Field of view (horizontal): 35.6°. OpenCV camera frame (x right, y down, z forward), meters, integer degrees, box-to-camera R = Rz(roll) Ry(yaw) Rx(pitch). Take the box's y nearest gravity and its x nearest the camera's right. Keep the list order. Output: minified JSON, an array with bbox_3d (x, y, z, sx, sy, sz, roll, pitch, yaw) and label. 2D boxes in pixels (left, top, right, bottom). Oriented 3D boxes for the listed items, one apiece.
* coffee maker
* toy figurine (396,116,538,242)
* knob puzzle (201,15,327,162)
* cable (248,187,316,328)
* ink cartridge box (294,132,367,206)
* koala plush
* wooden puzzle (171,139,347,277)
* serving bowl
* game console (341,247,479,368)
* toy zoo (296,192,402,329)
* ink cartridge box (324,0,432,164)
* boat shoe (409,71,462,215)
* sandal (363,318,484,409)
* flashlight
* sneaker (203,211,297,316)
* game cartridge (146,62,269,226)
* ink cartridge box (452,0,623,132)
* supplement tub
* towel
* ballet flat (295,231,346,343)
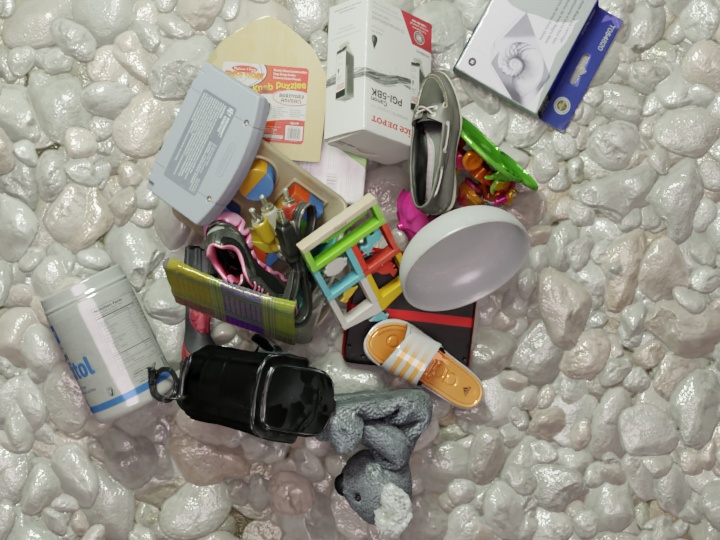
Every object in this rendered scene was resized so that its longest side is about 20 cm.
[{"bbox_3d":[-0.164,0.175,1.567,0.191,0.199,0.136,-15,99,-35],"label":"coffee maker"},{"bbox_3d":[0.140,-0.109,1.665,0.199,0.151,0.184,27,113,-41],"label":"toy figurine"},{"bbox_3d":[-0.137,-0.262,1.609,0.217,0.030,0.222,0,92,1],"label":"knob puzzle"},{"bbox_3d":[-0.097,-0.021,1.598,0.097,0.050,0.202,-32,126,-32],"label":"cable"},{"bbox_3d":[-0.090,-0.162,1.664,0.198,0.067,0.118,6,92,-3],"label":"ink cartridge box"},{"bbox_3d":[0.027,0.282,1.652,0.182,0.177,0.202,-6,90,-15],"label":"koala plush"},{"bbox_3d":[-0.147,-0.084,1.621,0.199,0.046,0.185,37,118,-19],"label":"wooden puzzle"},{"bbox_3d":[0.141,-0.028,1.615,0.199,0.201,0.066,-24,58,-2],"label":"serving bowl"},{"bbox_3d":[0.078,0.062,1.711,0.198,0.031,0.179,7,97,-3],"label":"game console"},{"bbox_3d":[0.000,0.000,1.628,0.131,0.020,0.201,-36,130,-9],"label":"toy zoo"},{"bbox_3d":[0.028,-0.269,1.600,0.146,0.082,0.202,12,75,-45],"label":"ink cartridge box"},{"bbox_3d":[0.100,-0.178,1.556,0.066,0.057,0.202,-1,90,39],"label":"boat shoe"},{"bbox_3d":[0.104,0.140,1.672,0.206,0.059,0.080,30,84,-10],"label":"sandal"},{"bbox_3d":[-0.234,0.066,1.671,0.067,0.068,0.202,3,94,-2],"label":"flashlight"},{"bbox_3d":[-0.161,0.016,1.599,0.079,0.096,0.201,-30,113,14],"label":"sneaker"},{"bbox_3d":[-0.209,-0.171,1.562,0.133,0.040,0.201,35,104,28],"label":"game cartridge"},{"bbox_3d":[0.270,-0.340,1.687,0.199,0.041,0.201,27,92,-5],"label":"ink cartridge box"},{"bbox_3d":[-0.366,0.108,1.636,0.131,0.132,0.201,-26,94,-1],"label":"supplement tub"},{"bbox_3d":[-0.182,0.042,1.572,0.198,0.144,0.023,19,66,6],"label":"towel"},{"bbox_3d":[-0.059,0.017,1.689,0.063,0.067,0.201,26,93,-32],"label":"ballet flat"}]
